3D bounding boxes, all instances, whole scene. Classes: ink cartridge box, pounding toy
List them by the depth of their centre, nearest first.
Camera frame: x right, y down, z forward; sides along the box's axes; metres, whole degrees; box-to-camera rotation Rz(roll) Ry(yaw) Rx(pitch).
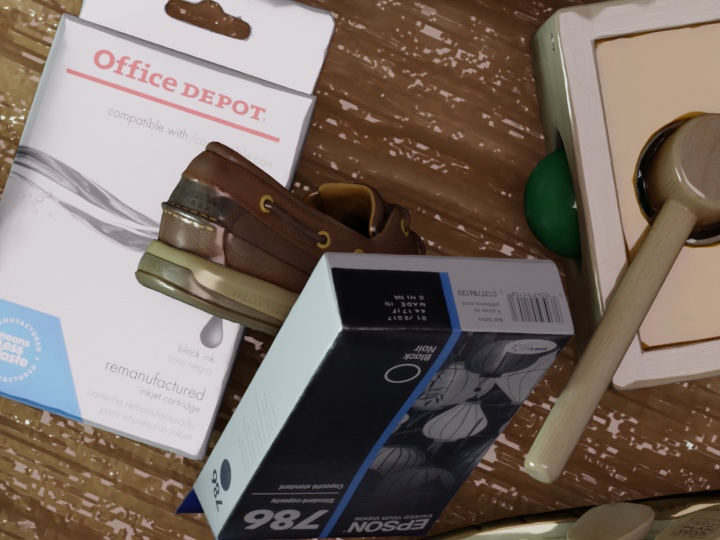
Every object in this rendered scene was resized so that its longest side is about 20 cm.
[{"bbox_3d":[0.001,0.063,1.022,0.099,0.200,0.039,1,57,-22],"label":"ink cartridge box"},{"bbox_3d":[0.145,-0.023,1.059,0.198,0.142,0.186,-9,90,-3],"label":"pounding toy"},{"bbox_3d":[-0.090,-0.034,1.087,0.115,0.068,0.201,17,88,-2],"label":"ink cartridge box"}]

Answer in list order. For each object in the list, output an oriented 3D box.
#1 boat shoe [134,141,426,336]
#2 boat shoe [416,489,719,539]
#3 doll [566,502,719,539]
[{"bbox_3d":[-0.001,0.000,1.045,0.199,0.072,0.068,18,91,-43],"label":"boat shoe"},{"bbox_3d":[0.108,0.132,1.092,0.198,0.073,0.065,-7,85,-3],"label":"boat shoe"},{"bbox_3d":[0.136,0.197,1.035,0.136,0.048,0.202,1,108,32],"label":"doll"}]
